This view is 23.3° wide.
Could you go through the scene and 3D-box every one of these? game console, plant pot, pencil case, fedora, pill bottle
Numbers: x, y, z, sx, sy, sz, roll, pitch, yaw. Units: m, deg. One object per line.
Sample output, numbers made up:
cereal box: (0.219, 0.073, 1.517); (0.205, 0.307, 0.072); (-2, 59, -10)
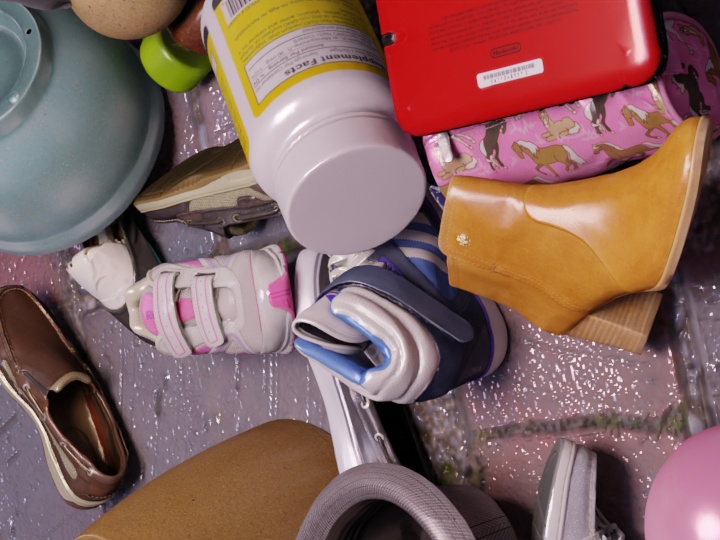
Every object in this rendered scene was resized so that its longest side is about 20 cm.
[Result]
game console: (0.115, -0.183, 1.051); (0.199, 0.118, 0.174); (-10, 90, 44)
plant pot: (-0.111, 0.216, 1.259); (0.185, 0.199, 0.188); (7, 100, 41)
plant pot: (-0.268, -0.129, 1.345); (0.198, 0.134, 0.202); (-7, 67, 17)
pencil case: (0.128, -0.093, 1.066); (0.199, 0.086, 0.083); (-17, 104, 41)
fedora: (0.043, 0.212, 1.164); (0.177, 0.090, 0.201); (53, 135, 26)
pill bottle: (-0.031, -0.113, 1.161); (0.115, 0.113, 0.201); (-55, 40, 33)

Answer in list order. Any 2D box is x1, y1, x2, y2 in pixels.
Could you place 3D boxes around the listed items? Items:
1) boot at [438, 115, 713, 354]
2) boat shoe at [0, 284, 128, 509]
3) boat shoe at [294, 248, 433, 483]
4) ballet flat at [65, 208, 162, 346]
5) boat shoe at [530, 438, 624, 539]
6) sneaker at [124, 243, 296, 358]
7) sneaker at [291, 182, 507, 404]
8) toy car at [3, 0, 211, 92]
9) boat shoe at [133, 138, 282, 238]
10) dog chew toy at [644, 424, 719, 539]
boot: (0.120, -0.032, 1.030); (0.143, 0.071, 0.202); (20, 141, 8)
boat shoe: (-0.248, 0.095, 1.457); (0.203, 0.074, 0.075); (60, 144, 6)
boat shoe: (0.008, 0.075, 1.224); (0.066, 0.070, 0.202); (-17, 79, 23)
ballet flat: (-0.212, -0.028, 1.412); (0.068, 0.068, 0.201); (-36, 71, 40)
boat shoe: (0.143, 0.208, 1.115); (0.064, 0.074, 0.204); (0, 93, 0)
sneaker: (-0.112, 0.030, 1.281); (0.200, 0.088, 0.082); (-14, 85, 60)
sneaker: (0.000, 0.000, 1.161); (0.081, 0.146, 0.201); (-50, 63, 35)
toy car: (-0.167, -0.227, 1.253); (0.164, 0.199, 0.159); (-42, 68, 38)
boat shoe: (-0.101, -0.055, 1.302); (0.200, 0.072, 0.066); (-14, 116, 53)
dog chew toy: (0.251, 0.115, 0.963); (0.200, 0.124, 0.125); (-46, 65, 28)
